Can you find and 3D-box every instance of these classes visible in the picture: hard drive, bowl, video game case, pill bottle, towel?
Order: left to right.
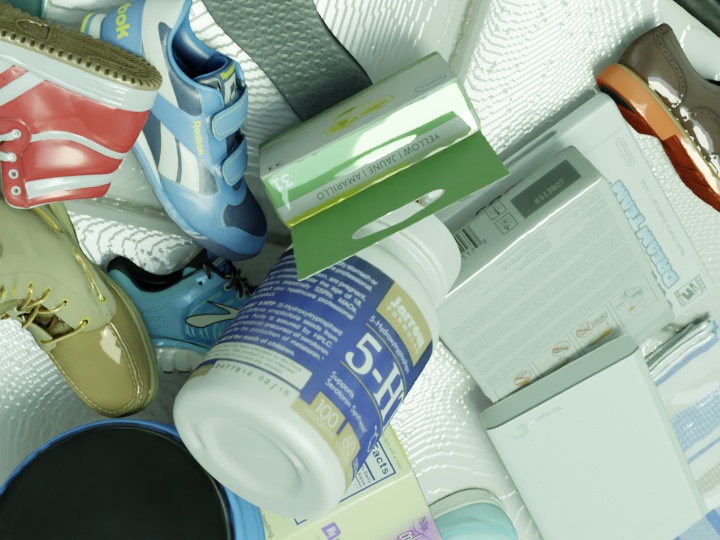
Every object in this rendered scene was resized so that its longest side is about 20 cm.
[{"bbox_3d":[-0.161,0.191,0.972,0.200,0.201,0.039,-34,153,0],"label":"bowl"},{"bbox_3d":[-0.019,0.047,0.959,0.120,0.119,0.200,53,53,-25],"label":"pill bottle"},{"bbox_3d":[0.157,-0.006,1.146,0.182,0.024,0.200,-36,120,0],"label":"video game case"},{"bbox_3d":[0.188,0.155,1.184,0.132,0.026,0.200,-29,126,1],"label":"hard drive"},{"bbox_3d":[0.278,0.149,1.246,0.147,0.024,0.200,-37,115,1],"label":"towel"}]

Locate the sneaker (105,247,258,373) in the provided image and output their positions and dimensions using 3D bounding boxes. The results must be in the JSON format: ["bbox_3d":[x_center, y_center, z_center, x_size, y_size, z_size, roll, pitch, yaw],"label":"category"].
[{"bbox_3d":[-0.093,0.026,1.054,0.199,0.078,0.090,2,100,1],"label":"sneaker"}]

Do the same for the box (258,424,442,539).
[{"bbox_3d":[-0.057,0.177,1.078,0.199,0.097,0.176,-27,153,-3],"label":"box"}]

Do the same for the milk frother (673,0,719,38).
[{"bbox_3d":[0.295,-0.228,1.012,0.188,0.200,0.181,36,102,-24],"label":"milk frother"}]

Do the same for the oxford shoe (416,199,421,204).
[{"bbox_3d":[0.000,0.000,1.088,0.071,0.071,0.201,6,110,-19],"label":"oxford shoe"}]

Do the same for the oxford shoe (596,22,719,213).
[{"bbox_3d":[0.266,-0.099,1.124,0.073,0.071,0.200,-47,114,0],"label":"oxford shoe"}]

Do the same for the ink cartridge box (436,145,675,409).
[{"bbox_3d":[0.136,0.020,1.120,0.162,0.057,0.200,-37,142,2],"label":"ink cartridge box"}]

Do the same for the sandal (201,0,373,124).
[{"bbox_3d":[-0.058,-0.174,1.027,0.076,0.043,0.200,-27,125,4],"label":"sandal"}]

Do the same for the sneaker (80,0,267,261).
[{"bbox_3d":[-0.108,-0.095,1.007,0.082,0.074,0.200,-22,116,17],"label":"sneaker"}]

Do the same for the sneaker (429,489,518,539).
[{"bbox_3d":[0.035,0.247,1.184,0.200,0.082,0.074,-34,114,-1],"label":"sneaker"}]

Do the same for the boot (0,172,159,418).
[{"bbox_3d":[-0.214,0.024,0.963,0.073,0.155,0.201,-26,96,15],"label":"boot"}]

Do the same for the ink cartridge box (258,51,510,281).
[{"bbox_3d":[0.008,-0.073,0.960,0.145,0.200,0.048,-27,107,4],"label":"ink cartridge box"}]

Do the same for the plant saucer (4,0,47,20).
[{"bbox_3d":[-0.301,-0.183,0.955,0.199,0.036,0.201,-5,111,-13],"label":"plant saucer"}]

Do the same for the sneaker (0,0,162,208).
[{"bbox_3d":[-0.236,-0.110,0.942,0.199,0.071,0.113,22,116,-9],"label":"sneaker"}]
